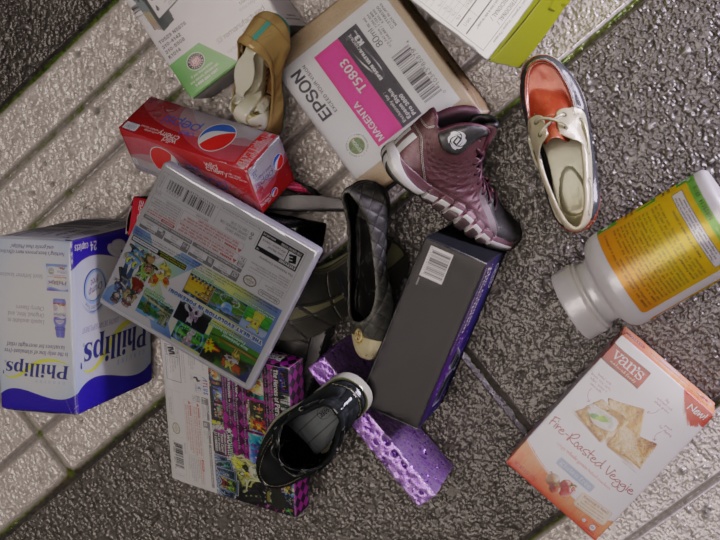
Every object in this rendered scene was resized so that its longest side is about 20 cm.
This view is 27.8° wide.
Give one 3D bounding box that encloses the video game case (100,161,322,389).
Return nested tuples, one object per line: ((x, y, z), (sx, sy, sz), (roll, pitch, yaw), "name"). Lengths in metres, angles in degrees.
((-0.166, 0.006, 1.601), (0.200, 0.022, 0.182), (30, 106, 7), "video game case")

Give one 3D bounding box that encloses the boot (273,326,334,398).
((-0.143, 0.088, 1.713), (0.200, 0.066, 0.165), (18, 95, 9), "boot")

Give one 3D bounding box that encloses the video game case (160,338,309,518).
((-0.146, 0.175, 1.693), (0.181, 0.036, 0.200), (12, 118, 28), "video game case")

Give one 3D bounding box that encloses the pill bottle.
((0.310, -0.011, 1.556), (0.200, 0.111, 0.111), (-32, 89, 17), "pill bottle")

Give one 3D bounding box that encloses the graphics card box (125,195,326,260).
((-0.151, -0.047, 1.664), (0.200, 0.125, 0.051), (12, 96, 14), "graphics card box")

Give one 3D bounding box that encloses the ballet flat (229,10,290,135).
((-0.120, -0.201, 1.600), (0.069, 0.063, 0.200), (31, 146, 15), "ballet flat")

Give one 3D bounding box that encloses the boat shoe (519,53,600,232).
((0.217, -0.139, 1.588), (0.071, 0.063, 0.200), (-12, 94, 18), "boat shoe")

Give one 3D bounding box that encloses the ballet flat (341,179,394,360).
((0.000, 0.000, 1.593), (0.066, 0.057, 0.200), (9, 103, 48), "ballet flat")

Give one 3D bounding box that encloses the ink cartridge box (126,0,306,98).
((-0.181, -0.317, 1.654), (0.146, 0.084, 0.200), (-35, 89, 16), "ink cartridge box")

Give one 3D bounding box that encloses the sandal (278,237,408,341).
((-0.039, 0.022, 1.652), (0.201, 0.057, 0.080), (-21, 102, -21), "sandal")

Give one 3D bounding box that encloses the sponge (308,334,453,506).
((0.024, 0.169, 1.657), (0.030, 0.112, 0.200), (-39, 88, 18), "sponge")

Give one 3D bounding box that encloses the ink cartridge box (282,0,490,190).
((0.020, -0.207, 1.623), (0.165, 0.075, 0.200), (-37, 89, 16), "ink cartridge box")

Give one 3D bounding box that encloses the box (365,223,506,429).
((0.082, 0.058, 1.611), (0.079, 0.141, 0.200), (24, 104, 8), "box")

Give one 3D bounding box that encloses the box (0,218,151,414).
((-0.329, 0.049, 1.691), (0.105, 0.184, 0.200), (3, 99, 20), "box")

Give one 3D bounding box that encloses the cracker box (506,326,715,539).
((0.278, 0.181, 1.621), (0.134, 0.058, 0.200), (41, 105, 5), "cracker box")

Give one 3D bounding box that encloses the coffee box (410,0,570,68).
((0.135, -0.347, 1.505), (0.198, 0.200, 0.200), (39, 104, 8), "coffee box")

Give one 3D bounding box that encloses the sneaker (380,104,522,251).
((0.127, -0.106, 1.569), (0.200, 0.076, 0.116), (31, 112, -30), "sneaker")

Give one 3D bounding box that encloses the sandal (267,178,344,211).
((-0.078, -0.090, 1.671), (0.200, 0.075, 0.045), (3, 94, 7), "sandal")

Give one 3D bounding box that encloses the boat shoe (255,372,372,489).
((-0.063, 0.189, 1.587), (0.075, 0.066, 0.199), (47, 126, -3), "boat shoe")

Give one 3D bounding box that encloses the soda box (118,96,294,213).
((-0.175, -0.132, 1.645), (0.200, 0.063, 0.070), (20, 145, 33), "soda box")
